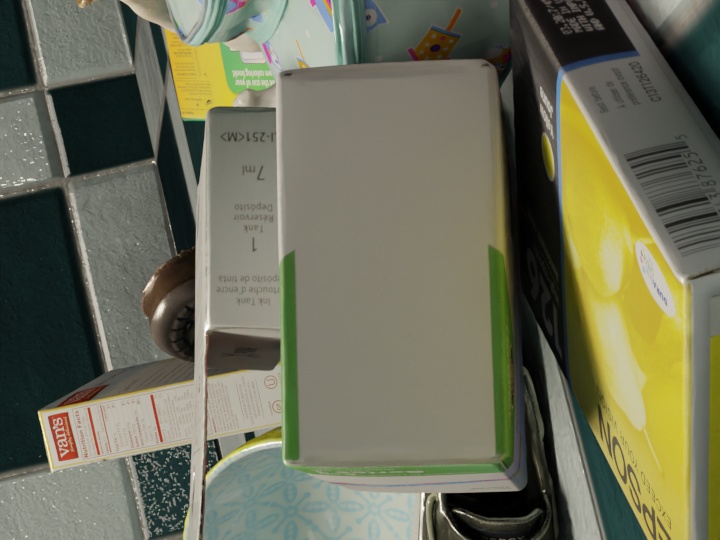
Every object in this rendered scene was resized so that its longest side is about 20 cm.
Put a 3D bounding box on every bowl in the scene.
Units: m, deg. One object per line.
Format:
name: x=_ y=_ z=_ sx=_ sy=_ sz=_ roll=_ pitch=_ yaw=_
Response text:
bowl: x=0.014 y=0.157 z=1.232 sx=0.108 sy=0.199 sz=0.201 roll=-40 pitch=-52 yaw=-52

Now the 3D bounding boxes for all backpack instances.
backpack: x=-0.012 y=-0.156 z=0.923 sx=0.176 sy=0.153 sz=0.201 roll=147 pitch=104 yaw=-75

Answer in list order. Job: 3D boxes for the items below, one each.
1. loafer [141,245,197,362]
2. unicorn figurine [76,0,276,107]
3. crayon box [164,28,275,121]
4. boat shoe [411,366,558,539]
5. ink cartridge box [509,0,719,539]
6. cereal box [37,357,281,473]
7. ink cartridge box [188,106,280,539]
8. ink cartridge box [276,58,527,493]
loafer: x=-0.054 y=-0.012 z=1.220 sx=0.071 sy=0.200 sz=0.073 roll=42 pitch=128 yaw=18
unicorn figurine: x=-0.062 y=-0.140 z=1.025 sx=0.074 sy=0.137 sz=0.201 roll=8 pitch=93 yaw=59
crayon box: x=-0.032 y=-0.137 z=1.137 sx=0.200 sy=0.058 sz=0.119 roll=8 pitch=111 yaw=57
boat shoe: x=0.060 y=0.122 z=1.090 sx=0.064 sy=0.070 sz=0.201 roll=-129 pitch=30 yaw=-73
ink cartridge box: x=0.099 y=0.023 z=0.801 sx=0.198 sy=0.047 sz=0.201 roll=-113 pitch=16 yaw=-53
cereal box: x=-0.061 y=0.063 z=1.235 sx=0.144 sy=0.199 sz=0.040 roll=-31 pitch=-71 yaw=-77
ink cartridge box: x=-0.052 y=0.032 z=0.982 sx=0.200 sy=0.043 sz=0.175 roll=128 pitch=142 yaw=-82
ink cartridge box: x=0.020 y=0.011 z=0.891 sx=0.200 sy=0.083 sz=0.146 roll=53 pitch=-145 yaw=-80
